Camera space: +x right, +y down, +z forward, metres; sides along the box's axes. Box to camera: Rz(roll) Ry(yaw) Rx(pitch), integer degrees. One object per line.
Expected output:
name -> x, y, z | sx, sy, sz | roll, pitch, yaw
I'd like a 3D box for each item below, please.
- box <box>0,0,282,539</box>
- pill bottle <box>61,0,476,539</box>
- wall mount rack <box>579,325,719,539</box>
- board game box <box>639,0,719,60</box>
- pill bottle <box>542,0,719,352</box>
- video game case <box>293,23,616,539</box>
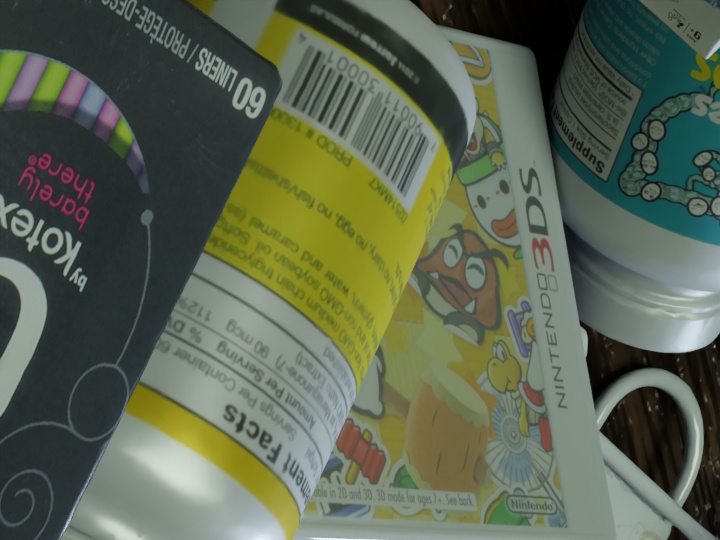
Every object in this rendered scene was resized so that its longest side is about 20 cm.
box -> -0.126, 0.009, 0.590 | 0.122, 0.106, 0.200 | 32, 80, -45
pill bottle -> -0.056, 0.017, 0.701 | 0.114, 0.114, 0.200 | 46, 60, -43
wall mount rack -> 0.076, 0.113, 0.983 | 0.174, 0.075, 0.200 | 42, 71, -34
board game box -> 0.123, -0.175, 0.831 | 0.200, 0.134, 0.034 | -43, 172, -27
pill bottle -> 0.128, -0.070, 0.928 | 0.111, 0.111, 0.200 | -15, 136, -41
video game case -> 0.000, 0.000, 0.846 | 0.200, 0.023, 0.182 | 8, 68, -46
